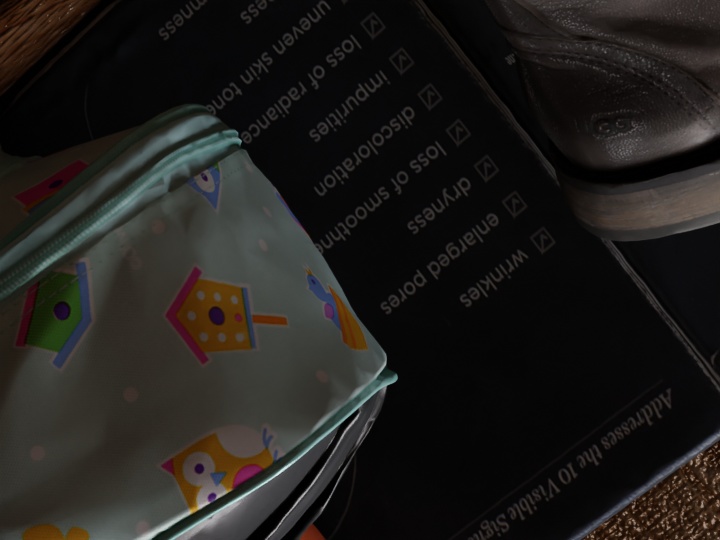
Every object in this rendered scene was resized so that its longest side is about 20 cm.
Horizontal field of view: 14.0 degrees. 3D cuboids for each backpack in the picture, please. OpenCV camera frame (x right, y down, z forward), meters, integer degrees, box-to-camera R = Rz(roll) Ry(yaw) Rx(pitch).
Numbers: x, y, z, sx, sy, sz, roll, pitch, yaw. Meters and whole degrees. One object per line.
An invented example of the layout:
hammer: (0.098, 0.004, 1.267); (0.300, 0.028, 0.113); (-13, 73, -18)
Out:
backpack: (-0.097, 0.037, 0.682); (0.199, 0.154, 0.176); (-28, 178, -4)

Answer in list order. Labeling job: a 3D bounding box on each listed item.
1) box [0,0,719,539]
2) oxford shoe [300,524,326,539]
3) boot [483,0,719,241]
box: (0.000, 0.000, 0.863); (0.200, 0.197, 0.124); (-39, 177, 29)
oxford shoe: (-0.072, 0.057, 0.794); (0.071, 0.200, 0.073); (-38, -174, 30)
boot: (0.093, -0.103, 0.689); (0.199, 0.174, 0.069); (-26, -141, 8)
